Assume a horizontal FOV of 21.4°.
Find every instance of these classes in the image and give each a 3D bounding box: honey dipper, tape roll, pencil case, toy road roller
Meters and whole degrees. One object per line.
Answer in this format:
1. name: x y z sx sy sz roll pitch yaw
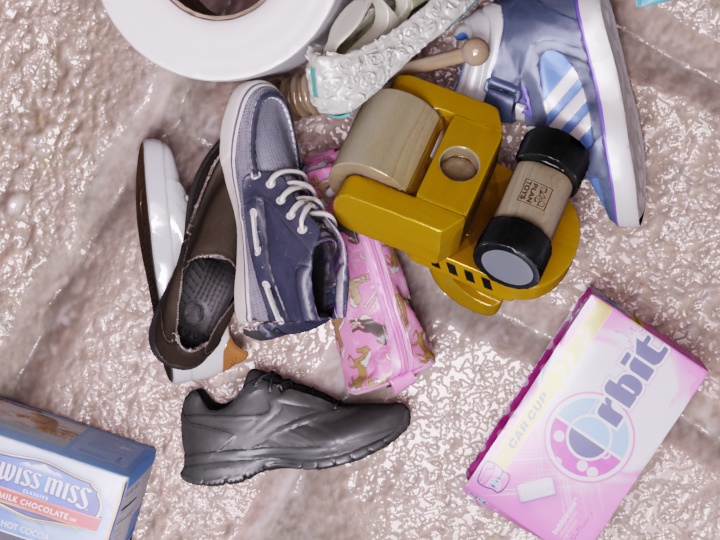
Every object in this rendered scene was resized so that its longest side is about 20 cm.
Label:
1. honey dipper: 0.012 -0.156 1.530 0.198 0.038 0.038 -13 95 24
2. tape roll: -0.102 -0.251 1.509 0.200 0.139 0.205 1 96 6
3. pencil case: 0.000 0.000 1.549 0.082 0.086 0.202 -15 94 22
4. toy road roller: 0.076 -0.046 1.505 0.198 0.146 0.124 23 61 6

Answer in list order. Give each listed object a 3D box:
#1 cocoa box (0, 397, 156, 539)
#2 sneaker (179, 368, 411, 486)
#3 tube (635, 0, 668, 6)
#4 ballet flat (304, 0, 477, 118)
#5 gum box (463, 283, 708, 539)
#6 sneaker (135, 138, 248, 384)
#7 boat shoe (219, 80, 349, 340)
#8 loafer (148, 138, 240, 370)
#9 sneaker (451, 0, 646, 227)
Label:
1. cocoa box: -0.286 0.187 1.571 0.198 0.133 0.133 18 96 2
2. sneaker: -0.058 0.123 1.579 0.198 0.076 0.092 -9 88 3
3. tube: 0.317 -0.256 1.523 0.198 0.050 0.078 -3 88 10
4. ballet flat: 0.028 -0.198 1.489 0.072 0.072 0.200 44 61 -1
5. gum box: 0.180 0.129 1.559 0.113 0.066 0.201 33 98 0
6. sneaker: -0.136 -0.013 1.580 0.084 0.073 0.202 -11 96 -14
7. boat shoe: -0.051 -0.048 1.464 0.092 0.074 0.202 -3 92 47
8. loafer: -0.106 -0.015 1.513 0.072 0.071 0.202 18 86 -17
9. sneaker: 0.145 -0.124 1.539 0.145 0.081 0.202 -10 102 18
